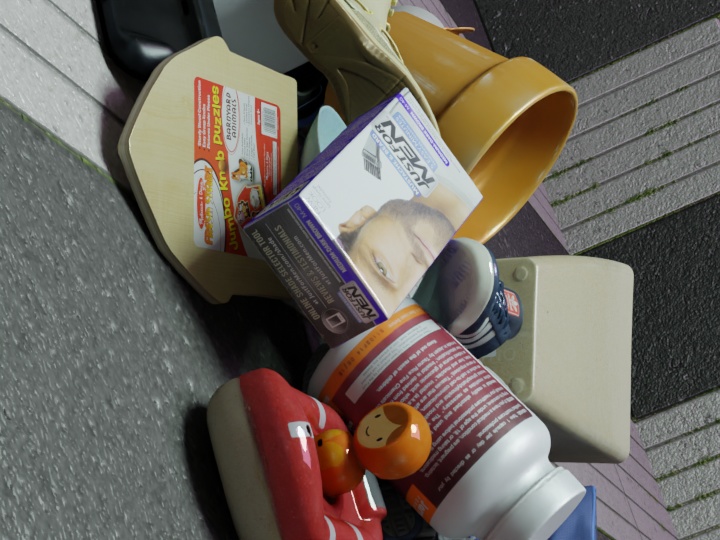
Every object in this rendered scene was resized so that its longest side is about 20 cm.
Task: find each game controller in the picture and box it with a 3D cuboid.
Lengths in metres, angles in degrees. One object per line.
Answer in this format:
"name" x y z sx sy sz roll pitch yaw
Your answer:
"game controller" -0.163 -0.221 1.205 0.104 0.042 0.200 5 52 -32

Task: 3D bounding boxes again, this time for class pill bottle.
"pill bottle" 0.065 0.122 1.144 0.200 0.113 0.113 44 7 18

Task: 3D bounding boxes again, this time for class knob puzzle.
"knob puzzle" -0.114 -0.074 1.136 0.220 0.030 0.220 14 73 -56

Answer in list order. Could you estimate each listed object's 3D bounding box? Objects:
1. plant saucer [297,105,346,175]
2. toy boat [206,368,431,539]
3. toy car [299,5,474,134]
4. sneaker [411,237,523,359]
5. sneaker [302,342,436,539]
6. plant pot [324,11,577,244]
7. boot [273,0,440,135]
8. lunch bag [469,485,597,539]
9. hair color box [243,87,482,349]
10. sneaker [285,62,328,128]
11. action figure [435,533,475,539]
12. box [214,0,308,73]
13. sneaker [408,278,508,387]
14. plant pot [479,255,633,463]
"plant saucer" -0.014 -0.033 1.263 0.201 0.039 0.201 -17 90 -78
"toy boat" -0.015 0.127 1.037 0.200 0.131 0.131 38 31 -64
"toy car" 0.021 -0.219 1.607 0.185 0.200 0.177 67 14 4
"sneaker" 0.095 0.024 1.228 0.200 0.084 0.075 123 -36 -71
"sneaker" 0.002 0.150 1.237 0.087 0.074 0.200 88 -14 -64
"plant pot" 0.072 -0.142 1.464 0.183 0.200 0.200 40 5 20
"boot" 0.010 -0.192 1.360 0.200 0.073 0.156 49 24 -14
"lunch bag" 0.147 0.282 1.393 0.200 0.132 0.136 -61 148 -72
"hair color box" 0.008 -0.043 1.140 0.109 0.065 0.200 54 38 -11
"sneaker" -0.027 -0.233 1.502 0.070 0.200 0.078 25 -14 6
"action figure" 0.059 0.177 1.326 0.130 0.069 0.200 -126 -163 -55
"box" -0.105 -0.266 1.425 0.125 0.097 0.200 59 16 -28
"sneaker" 0.053 0.084 1.382 0.200 0.082 0.077 54 37 8
"plant pot" 0.137 0.075 1.496 0.177 0.200 0.200 25 65 -58
